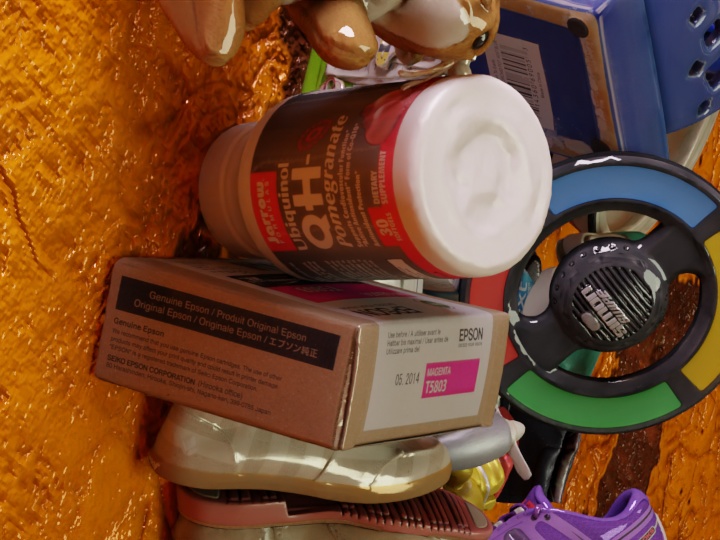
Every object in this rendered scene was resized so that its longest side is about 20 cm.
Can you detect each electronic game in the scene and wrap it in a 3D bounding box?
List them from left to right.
[{"bbox_3d":[0.164,0.017,1.584,0.042,0.200,0.200,-98,-172,-68],"label":"electronic game"}]

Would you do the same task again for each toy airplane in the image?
[{"bbox_3d":[0.037,0.164,1.586,0.199,0.141,0.200,-53,163,-5],"label":"toy airplane"}]

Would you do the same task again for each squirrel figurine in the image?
[{"bbox_3d":[-0.016,-0.181,1.278,0.187,0.200,0.142,13,111,-39],"label":"squirrel figurine"}]

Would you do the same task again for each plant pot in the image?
[{"bbox_3d":[0.153,-0.187,1.609,0.180,0.200,0.200,-50,143,-30],"label":"plant pot"}]

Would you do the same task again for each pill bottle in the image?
[{"bbox_3d":[0.002,-0.049,1.350,0.111,0.200,0.111,2,87,-42],"label":"pill bottle"}]

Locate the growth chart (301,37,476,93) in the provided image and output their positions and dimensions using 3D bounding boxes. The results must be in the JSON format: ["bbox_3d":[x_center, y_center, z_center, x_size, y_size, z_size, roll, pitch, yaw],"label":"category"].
[{"bbox_3d":[0.026,-0.159,1.404,0.018,0.200,0.145,17,77,-30],"label":"growth chart"}]

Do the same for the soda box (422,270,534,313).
[{"bbox_3d":[0.065,0.005,1.652,0.064,0.068,0.200,-68,151,-18],"label":"soda box"}]

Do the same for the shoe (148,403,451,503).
[{"bbox_3d":[-0.028,0.102,1.435,0.200,0.070,0.053,5,107,-30],"label":"shoe"}]

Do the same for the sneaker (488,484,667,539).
[{"bbox_3d":[0.097,0.184,1.529,0.081,0.200,0.083,160,-81,-77],"label":"sneaker"}]

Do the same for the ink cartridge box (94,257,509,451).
[{"bbox_3d":[-0.029,0.044,1.386,0.200,0.165,0.075,-1,102,-63],"label":"ink cartridge box"}]

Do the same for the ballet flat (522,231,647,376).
[{"bbox_3d":[0.157,0.015,1.693,0.200,0.067,0.070,-56,132,-42],"label":"ballet flat"}]

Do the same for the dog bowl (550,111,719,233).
[{"bbox_3d":[0.201,-0.116,1.813,0.200,0.074,0.200,-47,154,-31],"label":"dog bowl"}]

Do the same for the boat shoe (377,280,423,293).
[{"bbox_3d":[0.000,0.000,1.533,0.066,0.072,0.200,-52,152,-48],"label":"boat shoe"}]

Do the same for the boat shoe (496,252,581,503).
[{"bbox_3d":[0.126,0.079,1.773,0.075,0.093,0.200,5,97,-63],"label":"boat shoe"}]

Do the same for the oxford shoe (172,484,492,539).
[{"bbox_3d":[-0.019,0.165,1.474,0.070,0.200,0.075,-113,-149,-67],"label":"oxford shoe"}]
